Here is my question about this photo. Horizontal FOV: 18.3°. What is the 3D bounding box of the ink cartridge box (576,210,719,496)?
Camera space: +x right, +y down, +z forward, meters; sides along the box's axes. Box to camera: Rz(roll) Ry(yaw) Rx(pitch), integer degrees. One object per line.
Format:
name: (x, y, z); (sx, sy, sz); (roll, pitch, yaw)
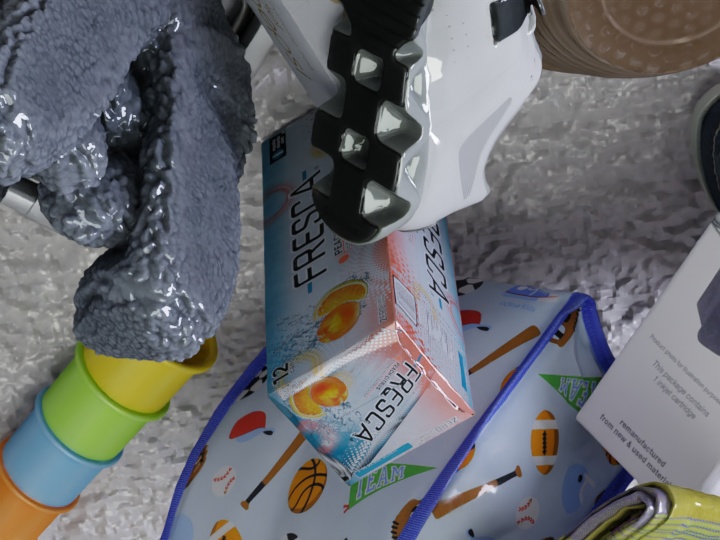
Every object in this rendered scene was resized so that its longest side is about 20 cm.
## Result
ink cartridge box: (0.214, 0.022, 0.997); (0.144, 0.084, 0.200); (18, 111, -46)

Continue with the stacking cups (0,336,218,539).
stacking cups: (-0.152, 0.088, 1.140); (0.060, 0.061, 0.200); (31, 122, -22)

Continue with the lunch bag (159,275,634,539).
lunch bag: (0.012, 0.105, 1.039); (0.169, 0.200, 0.124); (6, 136, 46)

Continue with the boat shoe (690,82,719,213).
boat shoe: (0.220, -0.007, 1.093); (0.075, 0.062, 0.201); (-23, 123, 9)

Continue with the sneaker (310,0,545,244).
sneaker: (0.038, -0.111, 0.915); (0.088, 0.074, 0.201); (-11, 126, -37)

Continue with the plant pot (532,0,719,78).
plant pot: (0.123, -0.151, 0.952); (0.200, 0.093, 0.202); (-6, 132, -7)

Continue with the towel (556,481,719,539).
towel: (0.137, 0.139, 0.972); (0.199, 0.023, 0.144); (13, 136, -43)

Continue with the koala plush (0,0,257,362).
koala plush: (-0.163, -0.063, 0.940); (0.199, 0.185, 0.177); (-12, 139, 29)

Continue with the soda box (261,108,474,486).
soda box: (0.000, 0.000, 0.998); (0.068, 0.200, 0.064); (-30, 121, 17)

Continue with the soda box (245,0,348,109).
soda box: (-0.020, -0.138, 0.943); (0.068, 0.064, 0.200); (-41, 129, -8)

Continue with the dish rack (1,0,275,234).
dish rack: (-0.150, -0.116, 1.005); (0.199, 0.044, 0.172); (26, 119, -20)
